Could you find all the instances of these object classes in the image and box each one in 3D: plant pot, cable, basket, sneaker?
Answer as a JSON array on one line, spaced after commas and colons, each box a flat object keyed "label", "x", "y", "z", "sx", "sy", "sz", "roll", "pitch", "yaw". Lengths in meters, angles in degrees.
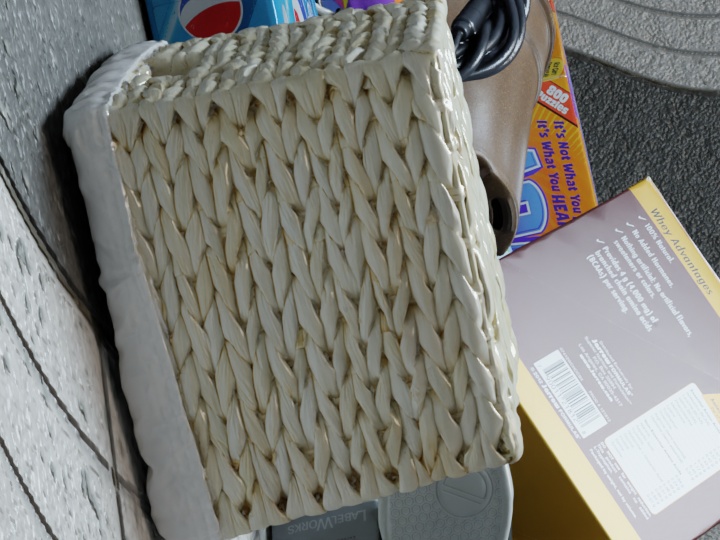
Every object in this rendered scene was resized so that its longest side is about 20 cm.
[{"label": "plant pot", "x": 0.043, "y": -0.109, "z": 1.776, "sx": 0.200, "sy": 0.200, "sz": 0.198, "roll": 72, "pitch": 16, "yaw": -45}, {"label": "cable", "x": 0.035, "y": -0.188, "z": 1.568, "sx": 0.163, "sy": 0.200, "sz": 0.051, "roll": 59, "pitch": -36, "yaw": 23}, {"label": "basket", "x": -0.023, "y": -0.007, "z": 1.077, "sx": 0.198, "sy": 0.161, "sz": 0.200, "roll": -80, "pitch": 158, "yaw": -76}, {"label": "sneaker", "x": 0.051, "y": 0.148, "z": 1.301, "sx": 0.099, "sy": 0.071, "sz": 0.200, "roll": -71, "pitch": 154, "yaw": -79}]

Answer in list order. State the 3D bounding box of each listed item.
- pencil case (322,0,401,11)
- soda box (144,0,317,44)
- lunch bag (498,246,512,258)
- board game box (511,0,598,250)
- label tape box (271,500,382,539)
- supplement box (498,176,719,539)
[{"label": "pencil case", "x": 0.004, "y": -0.118, "z": 1.594, "sx": 0.088, "sy": 0.088, "sz": 0.200, "roll": 68, "pitch": 11, "yaw": -57}, {"label": "soda box", "x": -0.067, "y": -0.139, "z": 1.338, "sx": 0.200, "sy": 0.068, "sz": 0.064, "roll": -22, "pitch": 100, "yaw": -84}, {"label": "lunch bag", "x": 0.066, "y": 0.074, "z": 1.848, "sx": 0.170, "sy": 0.127, "sz": 0.200, "roll": -95, "pitch": 176, "yaw": -49}, {"label": "board game box", "x": 0.091, "y": -0.089, "z": 2.063, "sx": 0.200, "sy": 0.200, "sz": 0.200, "roll": -88, "pitch": 165, "yaw": -65}, {"label": "label tape box", "x": -0.003, "y": 0.184, "z": 1.328, "sx": 0.200, "sy": 0.066, "sz": 0.143, "roll": -90, "pitch": 166, "yaw": -52}, {"label": "supplement box", "x": 0.130, "y": 0.084, "z": 1.447, "sx": 0.200, "sy": 0.133, "sz": 0.197, "roll": -27, "pitch": 80, "yaw": -42}]
